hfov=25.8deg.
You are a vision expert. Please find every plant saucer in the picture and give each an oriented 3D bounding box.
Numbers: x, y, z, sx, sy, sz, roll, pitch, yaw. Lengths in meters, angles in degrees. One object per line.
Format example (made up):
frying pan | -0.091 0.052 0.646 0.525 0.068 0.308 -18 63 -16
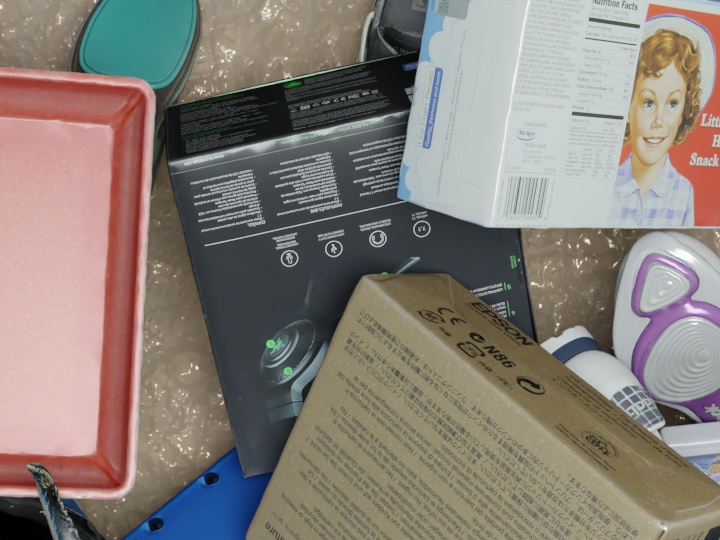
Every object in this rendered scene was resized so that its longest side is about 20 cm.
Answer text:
plant saucer | -0.203 0.004 0.750 0.197 0.037 0.202 3 82 -10

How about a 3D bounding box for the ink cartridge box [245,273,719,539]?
ink cartridge box | 0.054 0.121 0.749 0.200 0.075 0.166 40 117 33

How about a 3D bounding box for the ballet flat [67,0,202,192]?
ballet flat | -0.135 -0.084 0.871 0.067 0.064 0.201 15 52 -7

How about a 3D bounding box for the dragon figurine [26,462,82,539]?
dragon figurine | -0.116 0.180 0.723 0.099 0.059 0.202 18 112 24

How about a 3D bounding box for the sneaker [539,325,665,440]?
sneaker | 0.123 0.125 0.840 0.076 0.201 0.080 -35 49 -23

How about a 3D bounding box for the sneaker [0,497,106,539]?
sneaker | -0.146 0.193 0.862 0.077 0.111 0.201 -37 91 -1

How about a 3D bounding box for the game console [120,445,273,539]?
game console | -0.046 0.208 0.851 0.200 0.118 0.172 -36 126 -41

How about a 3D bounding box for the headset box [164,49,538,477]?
headset box | 0.000 0.000 0.846 0.172 0.093 0.202 -13 114 -2

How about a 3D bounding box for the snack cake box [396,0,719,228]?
snack cake box | 0.118 -0.082 0.766 0.199 0.067 0.116 0 104 -41

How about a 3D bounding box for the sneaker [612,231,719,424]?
sneaker | 0.188 0.036 0.850 0.074 0.100 0.200 -18 134 23

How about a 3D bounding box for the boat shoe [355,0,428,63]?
boat shoe | 0.027 -0.118 0.890 0.070 0.064 0.202 8 90 -1

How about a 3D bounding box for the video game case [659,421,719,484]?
video game case | 0.232 0.163 0.867 0.142 0.018 0.202 -5 122 -1
